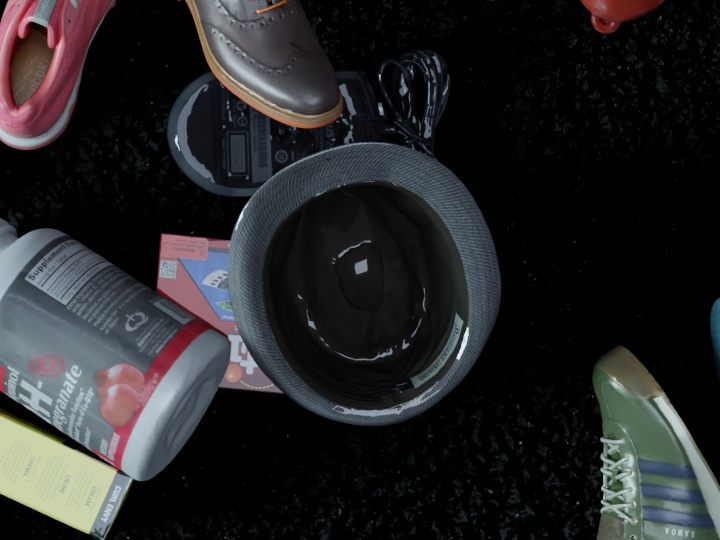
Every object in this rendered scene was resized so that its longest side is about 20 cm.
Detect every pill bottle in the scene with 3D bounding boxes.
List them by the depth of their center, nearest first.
[{"bbox_3d":[-0.194,0.042,1.194,0.199,0.111,0.111,32,86,9],"label":"pill bottle"}]

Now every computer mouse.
[{"bbox_3d":[-0.039,-0.089,1.250,0.198,0.053,0.140,3,89,-15],"label":"computer mouse"}]

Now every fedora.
[{"bbox_3d":[0.000,0.000,1.198,0.175,0.090,0.201,-24,111,2],"label":"fedora"}]

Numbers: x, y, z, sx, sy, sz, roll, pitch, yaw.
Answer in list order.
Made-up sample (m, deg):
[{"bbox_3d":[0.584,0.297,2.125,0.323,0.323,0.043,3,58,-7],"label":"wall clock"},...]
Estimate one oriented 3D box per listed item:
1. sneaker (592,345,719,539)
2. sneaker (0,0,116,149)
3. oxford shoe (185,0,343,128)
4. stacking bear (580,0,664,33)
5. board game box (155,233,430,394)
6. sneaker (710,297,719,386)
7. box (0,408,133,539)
[{"bbox_3d":[0.198,0.160,1.249,0.089,0.067,0.201,-31,94,-10],"label":"sneaker"},{"bbox_3d":[-0.202,-0.180,1.217,0.073,0.087,0.202,15,87,-5],"label":"sneaker"},{"bbox_3d":[-0.076,-0.180,1.199,0.071,0.073,0.201,-27,68,-28],"label":"oxford shoe"},{"bbox_3d":[0.156,-0.267,1.238,0.121,0.114,0.201,-29,102,-13],"label":"stacking bear"},{"bbox_3d":[-0.046,0.035,1.258,0.198,0.019,0.104,5,89,-5],"label":"board game box"},{"bbox_3d":[0.325,0.108,1.257,0.129,0.080,0.202,-10,90,-3],"label":"sneaker"},{"bbox_3d":[-0.251,0.117,1.214,0.198,0.075,0.051,25,85,-2],"label":"box"}]
